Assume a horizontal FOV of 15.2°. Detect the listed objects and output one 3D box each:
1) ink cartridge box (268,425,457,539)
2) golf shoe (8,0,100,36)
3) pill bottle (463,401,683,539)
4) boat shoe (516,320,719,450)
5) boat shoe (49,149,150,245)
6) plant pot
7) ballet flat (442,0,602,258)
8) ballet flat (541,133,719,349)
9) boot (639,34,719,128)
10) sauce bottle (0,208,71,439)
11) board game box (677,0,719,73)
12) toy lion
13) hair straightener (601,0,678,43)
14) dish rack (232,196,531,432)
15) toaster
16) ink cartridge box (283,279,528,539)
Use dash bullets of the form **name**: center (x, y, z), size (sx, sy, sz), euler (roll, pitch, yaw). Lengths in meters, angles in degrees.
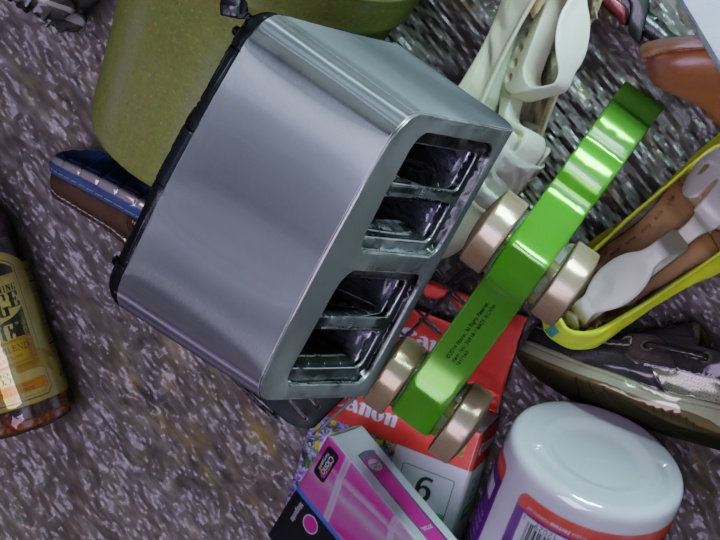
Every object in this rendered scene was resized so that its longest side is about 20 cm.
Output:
- **ink cartridge box**: center (0.030, 0.196, 1.612), size (0.200, 0.037, 0.095), euler (48, 128, 23)
- **golf shoe**: center (-0.236, -0.233, 1.694), size (0.200, 0.077, 0.088), euler (35, 89, 5)
- **pill bottle**: center (0.111, 0.188, 1.633), size (0.111, 0.111, 0.201), euler (26, 121, 10)
- **boat shoe**: center (0.193, 0.063, 1.619), size (0.200, 0.072, 0.066), euler (18, 77, 26)
- **boat shoe**: center (-0.114, -0.008, 1.691), size (0.199, 0.072, 0.073), euler (28, 109, 10)
- **plant pot**: center (-0.070, -0.144, 1.602), size (0.200, 0.200, 0.185), euler (30, 119, 9)
- **ballet flat**: center (0.088, -0.096, 1.550), size (0.069, 0.069, 0.201), euler (22, 89, 12)
- **ballet flat**: center (0.188, -0.022, 1.575), size (0.200, 0.067, 0.067), euler (-38, 84, 6)
- **boot**: center (0.236, -0.044, 1.520), size (0.199, 0.074, 0.156), euler (15, 83, -18)
- **sauce bottle**: center (-0.244, 0.007, 1.738), size (0.066, 0.066, 0.201), euler (-18, 96, 19)
- **board game box**: center (0.291, -0.138, 1.450), size (0.199, 0.043, 0.200), euler (-32, 103, 6)
- **toy lion**: center (0.098, -0.012, 1.540), size (0.069, 0.192, 0.200), euler (36, 129, 2)
- **hair straightener**: center (0.138, -0.205, 1.590), size (0.200, 0.041, 0.077), euler (43, 110, 5)
- **dish rack**: center (0.000, 0.000, 1.607), size (0.200, 0.055, 0.154), euler (-43, 120, -5)
- **toaster**: center (-0.028, -0.036, 1.442), size (0.118, 0.200, 0.182), euler (33, 102, 23)
- **ink cartridge box**: center (0.023, 0.107, 1.683), size (0.108, 0.050, 0.201), euler (21, 107, 13)
